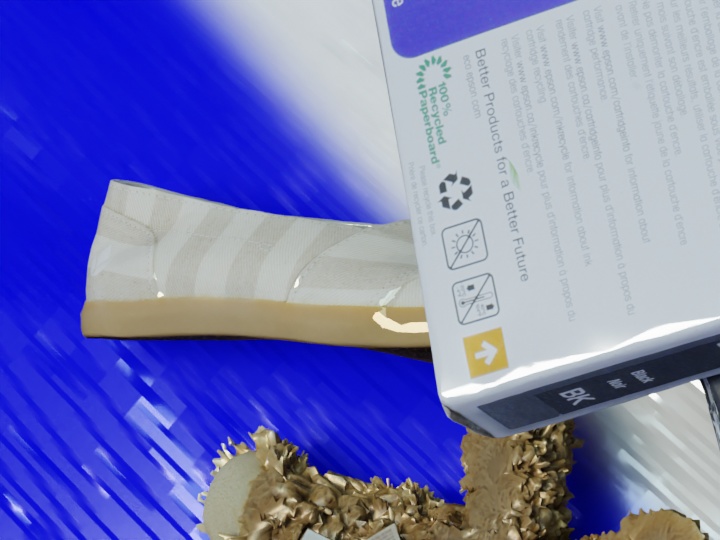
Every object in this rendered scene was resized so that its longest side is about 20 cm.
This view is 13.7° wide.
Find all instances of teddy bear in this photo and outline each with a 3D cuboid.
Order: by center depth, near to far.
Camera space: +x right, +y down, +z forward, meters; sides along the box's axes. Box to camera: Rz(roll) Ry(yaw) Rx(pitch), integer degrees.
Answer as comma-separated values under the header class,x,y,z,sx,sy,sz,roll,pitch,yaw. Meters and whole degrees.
class,x,y,z,sx,sy,sz,roll,pitch,yaw
teddy bear,0.026,0.107,0.904,0.200,0.067,0.145,-12,61,26

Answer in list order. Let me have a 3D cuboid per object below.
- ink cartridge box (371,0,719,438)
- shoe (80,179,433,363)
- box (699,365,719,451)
class,x,y,z,sx,sy,sz,roll,pitch,yaw
ink cartridge box,0.100,-0.077,0.794,0.200,0.043,0.198,-18,69,23
shoe,0.000,0.000,0.935,0.200,0.070,0.053,2,84,26
box,0.178,-0.056,0.847,0.200,0.123,0.198,-23,66,17
